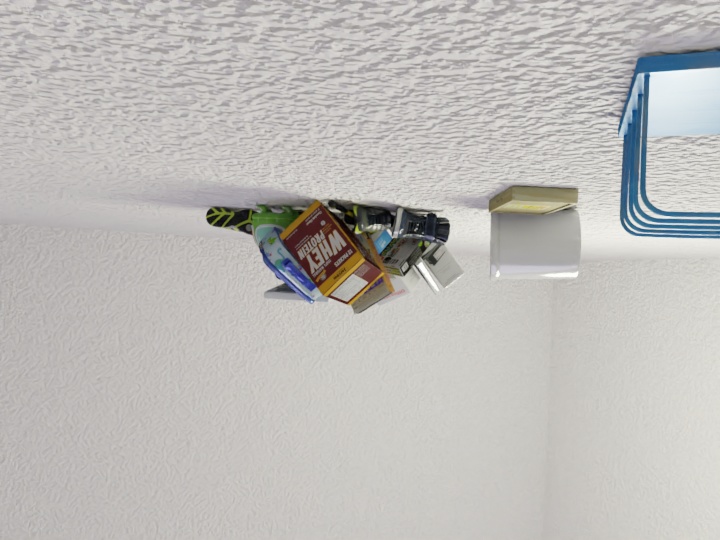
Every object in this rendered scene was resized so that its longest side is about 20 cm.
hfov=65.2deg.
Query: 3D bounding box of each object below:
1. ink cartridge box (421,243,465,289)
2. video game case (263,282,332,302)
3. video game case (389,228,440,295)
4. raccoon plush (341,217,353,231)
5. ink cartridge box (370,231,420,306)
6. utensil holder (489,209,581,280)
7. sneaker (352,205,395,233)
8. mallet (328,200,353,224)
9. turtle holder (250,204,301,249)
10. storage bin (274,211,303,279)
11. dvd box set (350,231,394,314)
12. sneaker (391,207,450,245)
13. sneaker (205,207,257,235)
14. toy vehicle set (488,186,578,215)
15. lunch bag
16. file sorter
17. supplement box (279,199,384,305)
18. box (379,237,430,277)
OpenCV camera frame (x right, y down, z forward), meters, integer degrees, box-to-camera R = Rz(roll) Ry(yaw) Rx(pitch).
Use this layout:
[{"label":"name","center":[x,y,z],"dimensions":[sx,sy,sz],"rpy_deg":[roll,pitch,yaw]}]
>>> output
[{"label":"ink cartridge box","center":[0.239,-0.046,1.781],"dimensions":[0.084,0.201,0.145],"rpy_deg":[-36,172,6]},{"label":"video game case","center":[-0.154,0.059,1.637],"dimensions":[0.196,0.024,0.182],"rpy_deg":[2,-171,16]},{"label":"video game case","center":[0.167,-0.037,1.746],"dimensions":[0.023,0.201,0.182],"rpy_deg":[-35,139,4]},{"label":"raccoon plush","center":[-0.078,-0.118,1.697],"dimensions":[0.196,0.099,0.133],"rpy_deg":[-3,-174,-29]},{"label":"ink cartridge box","center":[0.068,-0.006,1.734],"dimensions":[0.143,0.201,0.085],"rpy_deg":[-25,-160,40]},{"label":"utensil holder","center":[0.405,-0.063,1.325],"dimensions":[0.196,0.174,0.170],"rpy_deg":[0,179,14]},{"label":"sneaker","center":[0.036,-0.135,1.460],"dimensions":[0.079,0.076,0.199],"rpy_deg":[-4,-176,22]},{"label":"mallet","center":[-0.046,-0.154,1.468],"dimensions":[0.065,0.042,0.199],"rpy_deg":[5,175,28]},{"label":"turtle holder","center":[-0.218,-0.109,1.597],"dimensions":[0.182,0.135,0.141],"rpy_deg":[4,179,-18]},{"label":"storage bin","center":[-0.178,-0.070,1.703],"dimensions":[0.133,0.205,0.093],"rpy_deg":[3,180,24]},{"label":"dvd box set","center":[0.000,0.000,1.559],"dimensions":[0.146,0.203,0.029],"rpy_deg":[-34,163,36]},{"label":"sneaker","center":[0.158,-0.111,1.451],"dimensions":[0.143,0.079,0.202],"rpy_deg":[14,-168,11]},{"label":"sneaker","center":[-0.362,-0.154,1.696],"dimensions":[0.196,0.077,0.076],"rpy_deg":[14,-175,-11]},{"label":"toy vehicle set","center":[0.339,-0.138,1.130],"dimensions":[0.121,0.027,0.200],"rpy_deg":[3,179,0]},{"label":"lunch bag","center":[-0.177,-0.013,1.485],"dimensions":[0.200,0.082,0.161],"rpy_deg":[45,-174,-30]},{"label":"file sorter","center":[0.307,-0.098,0.499],"dimensions":[0.136,0.126,0.199],"rpy_deg":[3,180,21]},{"label":"supplement box","center":[-0.069,-0.040,1.439],"dimensions":[0.132,0.198,0.200],"rpy_deg":[-41,161,7]},{"label":"box","center":[0.132,-0.070,1.572],"dimensions":[0.109,0.200,0.035],"rpy_deg":[11,141,46]}]
